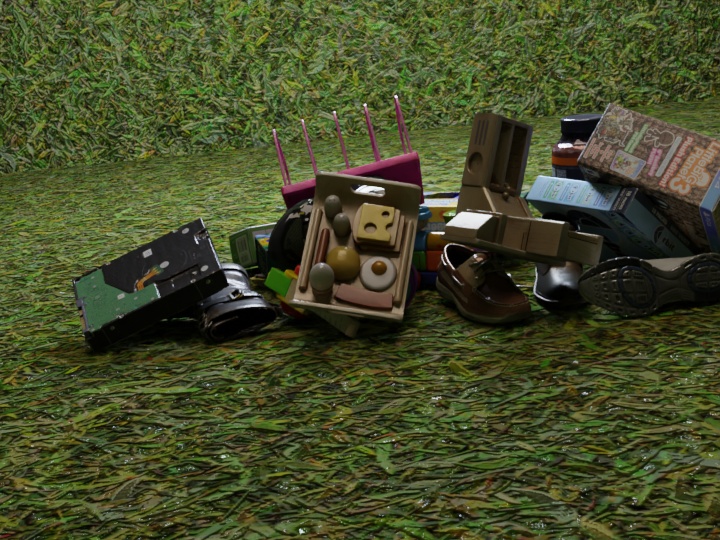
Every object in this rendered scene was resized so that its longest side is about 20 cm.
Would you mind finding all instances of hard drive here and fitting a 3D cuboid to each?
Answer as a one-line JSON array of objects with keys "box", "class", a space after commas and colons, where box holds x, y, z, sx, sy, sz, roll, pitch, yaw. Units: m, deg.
[{"box": [-0.283, 0.018, 1.576, 0.199, 0.038, 0.140, -26, 37, -4], "class": "hard drive"}]

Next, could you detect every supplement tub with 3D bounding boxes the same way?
[{"box": [0.355, -0.141, 1.849, 0.106, 0.202, 0.107, -4, 13, 1], "class": "supplement tub"}]

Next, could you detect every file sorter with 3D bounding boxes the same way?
[{"box": [-0.020, -0.157, 1.722, 0.198, 0.126, 0.139, -15, -24, 0], "class": "file sorter"}]

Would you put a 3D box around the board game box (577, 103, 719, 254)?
[{"box": [0.415, -0.118, 1.585, 0.199, 0.097, 0.159, 25, -11, 31], "class": "board game box"}]

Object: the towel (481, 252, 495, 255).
[{"box": [0.127, -0.037, 1.877, 0.145, 0.030, 0.200, -6, 13, -6], "class": "towel"}]

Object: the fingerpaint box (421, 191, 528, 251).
[{"box": [0.153, -0.079, 1.830, 0.198, 0.074, 0.167, 1, 12, 17], "class": "fingerpaint box"}]

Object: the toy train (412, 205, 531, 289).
[{"box": [0.145, -0.034, 1.661, 0.198, 0.117, 0.085, 1, 15, 27], "class": "toy train"}]

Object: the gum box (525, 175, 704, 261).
[{"box": [0.352, -0.061, 1.636, 0.170, 0.045, 0.199, 37, -12, -32], "class": "gum box"}]

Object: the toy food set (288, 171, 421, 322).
[{"box": [-0.004, -0.031, 1.497, 0.142, 0.202, 0.061, 8, -29, 5], "class": "toy food set"}]

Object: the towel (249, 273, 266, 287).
[{"box": [-0.055, 0.000, 1.808, 0.143, 0.023, 0.199, 6, 18, 44], "class": "towel"}]

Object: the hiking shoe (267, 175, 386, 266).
[{"box": [-0.033, -0.066, 1.593, 0.199, 0.076, 0.101, -31, 21, -10], "class": "hiking shoe"}]

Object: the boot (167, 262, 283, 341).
[{"box": [-0.216, 0.049, 1.579, 0.198, 0.070, 0.174, -16, 23, -11], "class": "boot"}]

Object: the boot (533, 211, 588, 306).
[{"box": [0.264, -0.015, 1.571, 0.074, 0.098, 0.200, -6, 13, 0], "class": "boot"}]

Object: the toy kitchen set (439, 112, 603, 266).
[{"box": [0.192, -0.111, 1.500, 0.162, 0.182, 0.199, 11, 1, -38], "class": "toy kitchen set"}]

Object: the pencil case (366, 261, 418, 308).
[{"box": [0.000, 0.000, 1.625, 0.092, 0.085, 0.200, -46, 25, -7], "class": "pencil case"}]

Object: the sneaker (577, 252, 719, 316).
[{"box": [0.364, 0.018, 1.489, 0.198, 0.075, 0.087, -2, 0, -14], "class": "sneaker"}]

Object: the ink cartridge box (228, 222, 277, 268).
[{"box": [-0.103, -0.051, 1.914, 0.198, 0.060, 0.104, -12, -1, -24], "class": "ink cartridge box"}]

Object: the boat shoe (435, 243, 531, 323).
[{"box": [0.154, 0.015, 1.531, 0.075, 0.073, 0.200, -13, 21, -24], "class": "boat shoe"}]

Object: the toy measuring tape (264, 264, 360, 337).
[{"box": [-0.053, 0.043, 1.554, 0.073, 0.074, 0.199, -16, 31, -38], "class": "toy measuring tape"}]

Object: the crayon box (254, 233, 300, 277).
[{"box": [-0.054, -0.032, 1.786, 0.198, 0.052, 0.126, -7, 13, -12], "class": "crayon box"}]
